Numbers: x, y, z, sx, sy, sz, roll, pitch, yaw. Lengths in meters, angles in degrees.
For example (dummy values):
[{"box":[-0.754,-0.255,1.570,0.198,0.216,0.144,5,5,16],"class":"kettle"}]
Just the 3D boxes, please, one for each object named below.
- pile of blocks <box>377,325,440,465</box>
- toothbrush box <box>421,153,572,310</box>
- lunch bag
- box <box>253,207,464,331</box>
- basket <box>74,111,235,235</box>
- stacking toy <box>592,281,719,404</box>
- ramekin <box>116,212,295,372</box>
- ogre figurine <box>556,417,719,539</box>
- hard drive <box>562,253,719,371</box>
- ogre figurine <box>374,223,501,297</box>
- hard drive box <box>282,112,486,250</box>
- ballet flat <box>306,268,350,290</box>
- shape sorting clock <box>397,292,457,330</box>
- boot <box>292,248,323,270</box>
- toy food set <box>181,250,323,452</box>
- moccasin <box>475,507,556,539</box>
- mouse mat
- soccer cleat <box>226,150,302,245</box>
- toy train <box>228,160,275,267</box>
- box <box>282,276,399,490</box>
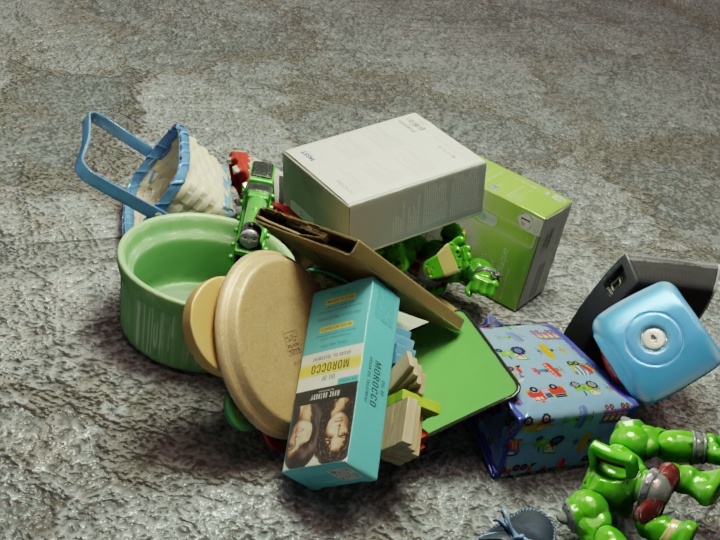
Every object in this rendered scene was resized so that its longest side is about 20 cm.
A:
[{"box":[0.048,0.113,1.082,0.062,0.082,0.200,24,33,-25],"class":"pile of blocks"},{"box":[0.163,-0.062,1.439,0.200,0.146,0.086,31,35,26],"class":"toothbrush box"},{"box":[0.181,0.117,1.183,0.150,0.094,0.200,-2,40,-25],"class":"lunch bag"},{"box":[0.000,0.000,1.155,0.163,0.021,0.200,20,-12,45],"class":"box"},{"box":[-0.261,-0.111,1.335,0.200,0.139,0.176,36,21,-25],"class":"basket"},{"box":[0.332,0.107,1.226,0.110,0.200,0.116,-29,66,1],"class":"stacking toy"},{"box":[-0.176,0.026,1.204,0.200,0.098,0.200,10,31,-6],"class":"ramekin"},{"box":[0.279,0.217,1.047,0.120,0.098,0.200,26,74,27],"class":"ogre figurine"},{"box":[0.327,0.058,1.266,0.135,0.200,0.042,6,52,-13],"class":"hard drive"},{"box":[0.092,-0.014,1.350,0.200,0.098,0.120,1,-3,24],"class":"ogre figurine"},{"box":[0.028,-0.109,1.310,0.200,0.077,0.156,-19,39,-26],"class":"hard drive box"},{"box":[-0.072,0.026,1.257,0.070,0.065,0.200,37,-9,-25],"class":"ballet flat"},{"box":[0.037,0.079,1.259,0.200,0.039,0.200,7,33,-5],"class":"shape sorting clock"},{"box":[-0.022,-0.055,1.441,0.175,0.066,0.200,-12,36,-16],"class":"boot"},{"box":[-0.087,0.079,1.082,0.049,0.198,0.200,-15,16,33],"class":"toy food set"},{"box":[0.131,0.268,0.954,0.080,0.068,0.200,25,32,19],"class":"moccasin"},{"box":[0.052,0.122,1.133,0.200,0.008,0.161,-25,37,-5],"class":"mouse mat"},{"box":[-0.108,-0.102,1.406,0.085,0.069,0.200,-21,43,-27],"class":"soccer cleat"},{"box":[-0.120,-0.066,1.226,0.042,0.056,0.200,10,30,-7],"class":"toy train"},{"box":[-0.017,0.110,1.054,0.049,0.082,0.200,39,47,-40],"class":"box"}]
